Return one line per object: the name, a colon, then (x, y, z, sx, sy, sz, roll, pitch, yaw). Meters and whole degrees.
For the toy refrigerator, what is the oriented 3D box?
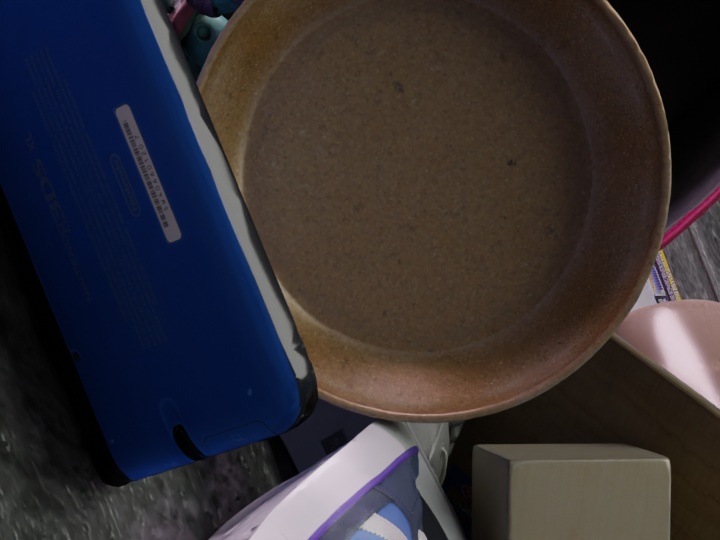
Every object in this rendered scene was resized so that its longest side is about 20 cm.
toy refrigerator: (0.091, 0.180, 1.010, 0.070, 0.075, 0.202, -169, -101, -78)

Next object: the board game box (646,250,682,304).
board game box: (0.186, 0.015, 1.630, 0.201, 0.056, 0.165, 70, 16, 6)

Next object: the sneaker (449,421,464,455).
sneaker: (0.081, 0.110, 1.204, 0.201, 0.074, 0.087, -86, 155, -52)

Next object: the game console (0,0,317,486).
game console: (-0.076, -0.034, 0.856, 0.118, 0.170, 0.201, -25, 93, -45)

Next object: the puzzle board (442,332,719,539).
puzzle board: (0.121, 0.118, 1.054, 0.017, 0.152, 0.200, -1, 31, -48)

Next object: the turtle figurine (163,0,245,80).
turtle figurine: (-0.078, -0.135, 0.975, 0.150, 0.100, 0.200, 58, -1, 42)

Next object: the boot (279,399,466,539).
boot: (0.022, 0.104, 1.030, 0.095, 0.073, 0.201, -4, 72, -64)

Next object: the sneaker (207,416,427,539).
sneaker: (0.003, 0.152, 0.880, 0.147, 0.080, 0.200, 55, 26, -1)

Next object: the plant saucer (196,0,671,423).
plant saucer: (0.025, -0.040, 0.924, 0.035, 0.199, 0.201, -165, -129, -83)

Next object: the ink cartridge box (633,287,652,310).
ink cartridge box: (0.163, 0.066, 1.487, 0.201, 0.067, 0.116, 69, 19, 2)

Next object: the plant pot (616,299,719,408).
plant pot: (0.181, 0.117, 1.255, 0.200, 0.199, 0.176, 37, 32, -57)

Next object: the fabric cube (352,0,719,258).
fabric cube: (0.098, -0.129, 1.051, 0.200, 0.196, 0.199, 47, -7, -5)
